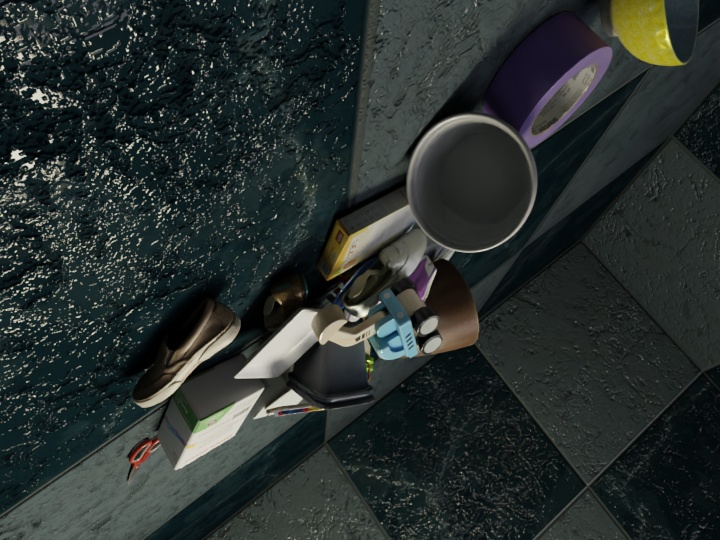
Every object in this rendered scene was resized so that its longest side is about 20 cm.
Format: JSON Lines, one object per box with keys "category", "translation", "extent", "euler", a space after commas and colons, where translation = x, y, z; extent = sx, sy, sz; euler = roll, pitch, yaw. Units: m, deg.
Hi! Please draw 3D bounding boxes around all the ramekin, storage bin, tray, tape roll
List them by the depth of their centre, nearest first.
{"category": "ramekin", "translation": [0.176, -0.137, 0.888], "extent": [0.201, 0.201, 0.105], "euler": [-48, 170, 27]}
{"category": "tape roll", "translation": [0.296, -0.297, 0.922], "extent": [0.198, 0.085, 0.201], "euler": [-37, 162, -13]}
{"category": "tray", "translation": [-0.124, 0.121, 0.976], "extent": [0.200, 0.022, 0.106], "euler": [-44, 150, 26]}
{"category": "storage bin", "translation": [-0.052, 0.161, 1.090], "extent": [0.142, 0.139, 0.199], "euler": [-3, -173, -25]}

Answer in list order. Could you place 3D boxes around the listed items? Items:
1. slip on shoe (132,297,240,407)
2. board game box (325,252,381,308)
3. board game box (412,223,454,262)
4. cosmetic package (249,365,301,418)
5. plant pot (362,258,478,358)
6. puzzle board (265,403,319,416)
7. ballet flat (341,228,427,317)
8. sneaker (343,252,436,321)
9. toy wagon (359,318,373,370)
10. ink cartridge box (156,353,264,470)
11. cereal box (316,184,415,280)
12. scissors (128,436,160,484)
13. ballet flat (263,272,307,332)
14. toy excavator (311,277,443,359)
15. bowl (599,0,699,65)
{"category": "slip on shoe", "translation": [-0.259, 0.115, 0.816], "extent": [0.198, 0.077, 0.061], "euler": [-36, 124, 14]}
{"category": "board game box", "translation": [0.000, 0.000, 1.109], "extent": [0.199, 0.039, 0.159], "euler": [-36, 164, -42]}
{"category": "board game box", "translation": [0.142, -0.049, 1.243], "extent": [0.197, 0.065, 0.148], "euler": [-24, 158, -39]}
{"category": "cosmetic package", "translation": [-0.178, 0.254, 1.282], "extent": [0.113, 0.082, 0.199], "euler": [-44, 162, 9]}
{"category": "plant pot", "translation": [0.110, 0.098, 1.182], "extent": [0.196, 0.190, 0.188], "euler": [-19, 158, -16]}
{"category": "puzzle board", "translation": [-0.098, 0.268, 1.125], "extent": [0.147, 0.018, 0.200], "euler": [-2, 166, -19]}
{"category": "ballet flat", "translation": [0.040, 0.003, 1.025], "extent": [0.200, 0.070, 0.069], "euler": [-47, 162, 11]}
{"category": "sneaker", "translation": [0.061, 0.047, 1.097], "extent": [0.201, 0.114, 0.073], "euler": [-46, 169, 9]}
{"category": "toy wagon", "translation": [0.016, 0.136, 1.316], "extent": [0.038, 0.159, 0.201], "euler": [3, 158, 2]}
{"category": "ink cartridge box", "translation": [-0.284, 0.265, 1.080], "extent": [0.143, 0.084, 0.201], "euler": [-22, 155, -44]}
{"category": "cereal box", "translation": [0.025, -0.071, 0.979], "extent": [0.198, 0.040, 0.145], "euler": [-30, 163, -32]}
{"category": "scissors", "translation": [-0.454, 0.390, 1.158], "extent": [0.200, 0.014, 0.073], "euler": [-49, 164, 27]}
{"category": "ballet flat", "translation": [-0.130, 0.071, 0.982], "extent": [0.070, 0.069, 0.201], "euler": [-12, 155, -14]}
{"category": "toy excavator", "translation": [0.029, 0.098, 0.977], "extent": [0.197, 0.100, 0.196], "euler": [-30, 141, -9]}
{"category": "bowl", "translation": [0.420, -0.399, 0.851], "extent": [0.106, 0.206, 0.198], "euler": [3, -163, 43]}
